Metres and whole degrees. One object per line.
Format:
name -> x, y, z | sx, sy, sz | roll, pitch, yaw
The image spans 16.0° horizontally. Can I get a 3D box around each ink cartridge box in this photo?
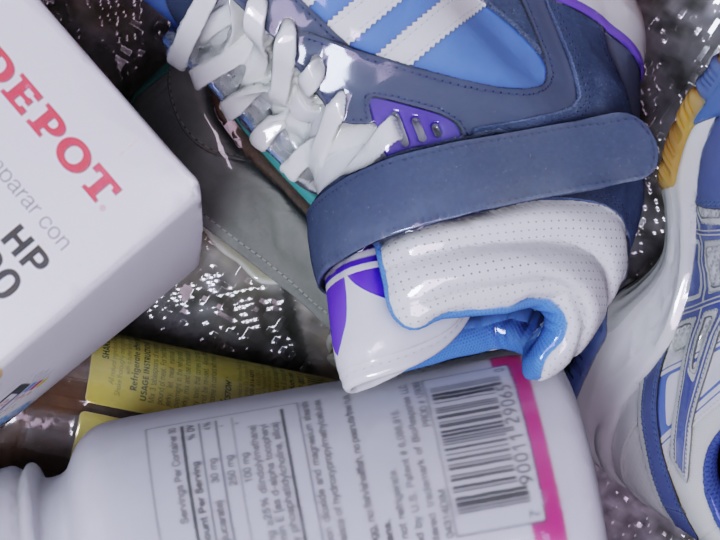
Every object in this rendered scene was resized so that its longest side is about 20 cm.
ink cartridge box -> -0.166, -0.004, 0.758 | 0.200, 0.145, 0.147 | -41, 88, -8

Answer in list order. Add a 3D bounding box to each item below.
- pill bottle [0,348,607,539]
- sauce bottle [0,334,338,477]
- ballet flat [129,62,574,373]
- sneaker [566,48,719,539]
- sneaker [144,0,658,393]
pill bottle -> -0.028, 0.094, 0.792 | 0.199, 0.113, 0.114 | -10, 109, -2
sauce bottle -> -0.090, 0.051, 0.864 | 0.199, 0.065, 0.065 | 14, 109, -10
ballet flat -> 0.000, 0.000, 0.861 | 0.064, 0.067, 0.200 | -27, 116, 40
sneaker -> 0.135, 0.000, 0.799 | 0.075, 0.088, 0.200 | -16, 138, -38
sneaker -> -0.009, -0.041, 0.758 | 0.199, 0.147, 0.081 | 19, 152, -13
